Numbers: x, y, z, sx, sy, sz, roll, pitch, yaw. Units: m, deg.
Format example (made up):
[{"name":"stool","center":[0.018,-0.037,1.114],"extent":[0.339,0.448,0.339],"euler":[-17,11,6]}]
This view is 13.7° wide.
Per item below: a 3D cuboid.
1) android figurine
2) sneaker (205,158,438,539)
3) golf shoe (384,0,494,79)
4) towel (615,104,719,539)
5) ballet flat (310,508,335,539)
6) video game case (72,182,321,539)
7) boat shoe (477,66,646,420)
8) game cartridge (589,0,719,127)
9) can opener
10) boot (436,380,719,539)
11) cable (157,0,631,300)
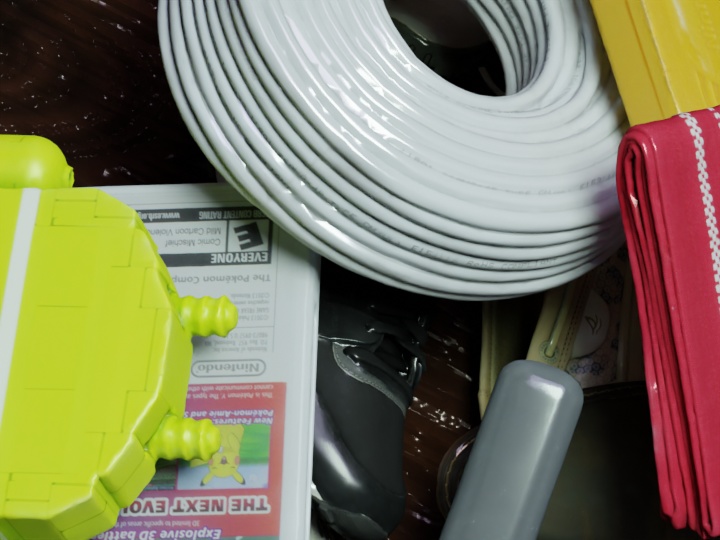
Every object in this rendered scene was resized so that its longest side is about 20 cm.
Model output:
[{"name":"android figurine","center":[-0.142,0.033,1.035],"extent":[0.199,0.041,0.183],"euler":[0,65,11]},{"name":"sneaker","center":[0.000,0.000,1.106],"extent":[0.087,0.076,0.201],"euler":[-25,56,18]},{"name":"golf shoe","center":[0.054,-0.174,1.242],"extent":[0.077,0.088,0.200],"euler":[25,61,-8]},{"name":"towel","center":[0.173,0.004,1.067],"extent":[0.200,0.022,0.145],"euler":[-14,98,-38]},{"name":"ballet flat","center":[-0.054,0.076,1.093],"extent":[0.068,0.063,0.200],"euler":[-24,75,-26]},{"name":"video game case","center":[-0.115,0.056,1.056],"extent":[0.199,0.023,0.183],"euler":[-1,66,8]},{"name":"boat shoe","center":[0.077,-0.022,1.176],"extent":[0.063,0.073,0.201],"euler":[13,61,-29]},{"name":"game cartridge","center":[0.156,-0.118,1.130],"extent":[0.200,0.032,0.177],"euler":[5,61,-43]},{"name":"can opener","center":[0.022,0.124,1.054],"extent":[0.066,0.053,0.201],"euler":[24,86,4]},{"name":"boot","center":[0.134,0.082,1.097],"extent":[0.199,0.097,0.075],"euler":[1,94,-18]},{"name":"cable","center":[0.028,-0.083,1.085],"extent":[0.200,0.069,0.200],"euler":[47,49,0]}]
